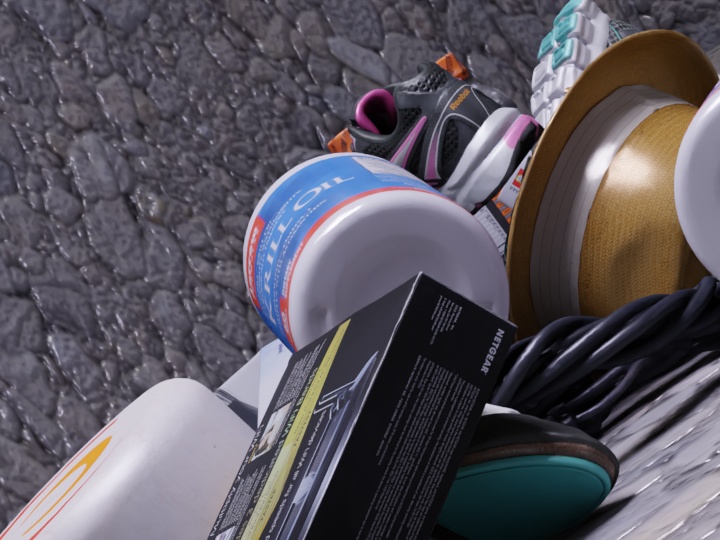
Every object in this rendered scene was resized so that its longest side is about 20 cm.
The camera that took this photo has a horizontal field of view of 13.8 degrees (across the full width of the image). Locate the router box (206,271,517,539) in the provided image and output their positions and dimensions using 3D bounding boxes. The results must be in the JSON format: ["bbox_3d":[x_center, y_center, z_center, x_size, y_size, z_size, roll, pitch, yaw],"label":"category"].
[{"bbox_3d":[-0.020,0.113,1.263,0.201,0.052,0.157,-65,13,-22],"label":"router box"}]

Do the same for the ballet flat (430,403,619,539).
[{"bbox_3d":[0.038,0.098,1.320,0.200,0.068,0.069,-35,36,40],"label":"ballet flat"}]

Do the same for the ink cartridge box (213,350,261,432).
[{"bbox_3d":[-0.088,0.149,1.696,0.145,0.084,0.200,-60,-8,23],"label":"ink cartridge box"}]

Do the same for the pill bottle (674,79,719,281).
[{"bbox_3d":[0.213,-0.055,1.411,0.111,0.112,0.200,-36,2,16],"label":"pill bottle"}]

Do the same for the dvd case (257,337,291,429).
[{"bbox_3d":[0.008,0.042,1.629,0.142,0.018,0.200,-29,13,6],"label":"dvd case"}]

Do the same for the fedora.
[{"bbox_3d":[0.157,-0.021,1.542,0.082,0.201,0.200,18,42,38],"label":"fedora"}]

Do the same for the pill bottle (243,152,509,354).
[{"bbox_3d":[0.000,0.000,1.525,0.112,0.112,0.200,-37,15,-5],"label":"pill bottle"}]

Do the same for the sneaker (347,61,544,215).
[{"bbox_3d":[0.028,-0.063,1.653,0.080,0.086,0.200,-51,4,-32],"label":"sneaker"}]

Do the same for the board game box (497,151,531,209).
[{"bbox_3d":[0.173,-0.050,1.777,0.035,0.126,0.200,-62,-11,28],"label":"board game box"}]

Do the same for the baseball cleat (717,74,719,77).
[{"bbox_3d":[0.230,-0.077,1.731,0.070,0.107,0.200,-20,14,25],"label":"baseball cleat"}]

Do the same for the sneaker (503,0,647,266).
[{"bbox_3d":[0.136,-0.051,1.622,0.078,0.091,0.201,135,149,-68],"label":"sneaker"}]

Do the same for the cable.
[{"bbox_3d":[0.100,0.046,1.420,0.199,0.051,0.163,-28,-15,7],"label":"cable"}]

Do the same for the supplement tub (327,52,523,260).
[{"bbox_3d":[0.076,-0.025,1.813,0.122,0.200,0.123,-36,1,1],"label":"supplement tub"}]

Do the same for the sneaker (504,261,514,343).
[{"bbox_3d":[0.066,0.057,1.673,0.199,0.084,0.081,-29,14,3],"label":"sneaker"}]

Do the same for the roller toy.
[{"bbox_3d":[-0.101,0.158,1.482,0.200,0.140,0.182,-46,7,0],"label":"roller toy"}]
